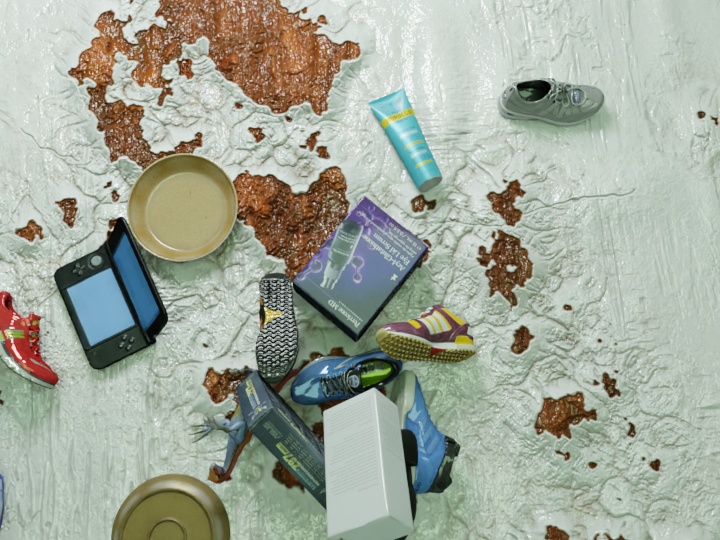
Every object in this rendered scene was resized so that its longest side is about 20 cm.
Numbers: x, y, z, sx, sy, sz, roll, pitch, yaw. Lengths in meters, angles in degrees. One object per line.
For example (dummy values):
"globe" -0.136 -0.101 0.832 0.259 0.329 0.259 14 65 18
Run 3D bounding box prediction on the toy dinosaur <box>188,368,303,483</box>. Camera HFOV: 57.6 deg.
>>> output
"toy dinosaur" -0.194 0.256 1.084 0.198 0.105 0.184 -1 81 -3

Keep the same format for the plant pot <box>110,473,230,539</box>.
"plant pot" -0.316 0.441 1.081 0.198 0.028 0.202 0 78 -2

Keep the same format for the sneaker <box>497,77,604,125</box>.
"sneaker" 0.361 -0.318 1.222 0.198 0.082 0.076 -3 78 -2

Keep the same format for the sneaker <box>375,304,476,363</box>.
"sneaker" 0.106 0.101 1.110 0.199 0.075 0.091 14 53 -33

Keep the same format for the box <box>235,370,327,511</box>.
"box" -0.107 0.263 1.018 0.051 0.158 0.200 -41 111 -7

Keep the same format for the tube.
"tube" 0.089 -0.245 1.225 0.077 0.050 0.201 -21 74 -13

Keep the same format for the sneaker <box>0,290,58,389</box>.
"sneaker" -0.578 0.115 1.122 0.085 0.077 0.200 -41 82 -14

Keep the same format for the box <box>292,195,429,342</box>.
"box" 0.000 0.000 1.139 0.148 0.104 0.201 37 80 6

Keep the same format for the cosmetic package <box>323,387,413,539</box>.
"cosmetic package" 0.008 0.286 0.950 0.101 0.071 0.201 -28 41 22

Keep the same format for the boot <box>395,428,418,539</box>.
"boot" 0.009 0.338 1.044 0.069 0.173 0.202 30 60 -33

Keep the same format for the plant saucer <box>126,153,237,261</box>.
"plant saucer" -0.319 -0.112 1.191 0.198 0.035 0.203 0 79 -1

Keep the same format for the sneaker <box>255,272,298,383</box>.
"sneaker" -0.137 0.106 1.097 0.069 0.090 0.202 -3 55 -4

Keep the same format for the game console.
"game console" -0.429 0.042 1.116 0.175 0.116 0.201 -26 79 -6

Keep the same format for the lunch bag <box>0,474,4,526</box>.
"lunch bag" -0.645 0.412 1.010 0.123 0.170 0.202 23 80 -1

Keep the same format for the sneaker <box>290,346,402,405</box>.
"sneaker" -0.024 0.178 1.103 0.198 0.089 0.079 -18 90 -1

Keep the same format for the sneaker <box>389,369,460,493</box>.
"sneaker" 0.110 0.272 1.103 0.110 0.077 0.202 12 59 -18
